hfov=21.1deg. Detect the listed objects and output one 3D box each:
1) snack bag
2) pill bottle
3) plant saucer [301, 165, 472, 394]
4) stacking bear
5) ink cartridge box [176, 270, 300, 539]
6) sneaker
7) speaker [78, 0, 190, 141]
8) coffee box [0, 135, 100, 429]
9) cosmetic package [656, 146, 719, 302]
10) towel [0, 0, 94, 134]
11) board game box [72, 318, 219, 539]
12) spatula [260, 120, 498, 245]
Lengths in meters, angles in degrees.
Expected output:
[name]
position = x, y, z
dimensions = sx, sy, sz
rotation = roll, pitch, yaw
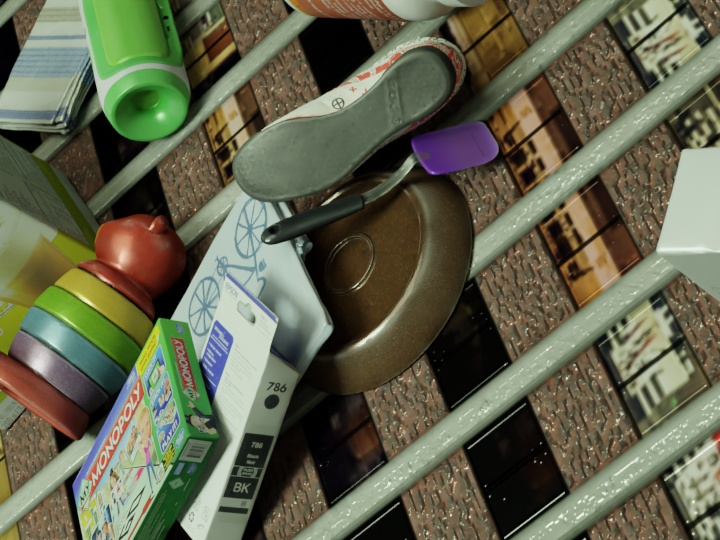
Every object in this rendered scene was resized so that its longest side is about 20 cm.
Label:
[snack bag]
position = -0.088, 0.044, 1.565
dimensions = 0.189, 0.021, 0.200
rotation = -58, 39, 29
[pill bottle]
position = 0.024, -0.265, 1.615
dimensions = 0.200, 0.112, 0.112
rotation = 11, 74, 47
[plant saucer]
position = 0.000, 0.000, 1.535
dimensions = 0.200, 0.034, 0.200
rotation = -25, 50, 33
[stacking bear]
position = -0.230, 0.037, 1.685
dimensions = 0.114, 0.121, 0.200
rotation = 32, 78, 19
[ink cartridge box]
position = -0.100, 0.110, 1.512
dimensions = 0.099, 0.039, 0.200
rotation = 42, 117, 53
[sneaker]
position = -0.003, -0.122, 1.556
dimensions = 0.201, 0.067, 0.108
rotation = -30, 6, 19
[speaker]
position = -0.217, -0.216, 1.843
dimensions = 0.088, 0.088, 0.200
rotation = -38, 44, 21
[coffee box]
position = -0.372, -0.011, 1.781
dimensions = 0.200, 0.198, 0.200
rotation = -50, 41, 9
[cosmetic package]
position = 0.274, 0.000, 1.136
dimensions = 0.101, 0.200, 0.071
rotation = -1, 66, 44
[towel]
position = -0.301, -0.230, 1.982
dimensions = 0.147, 0.024, 0.200
rotation = 6, 68, 49
[board game box]
position = -0.176, 0.156, 1.557
dimensions = 0.200, 0.029, 0.135
rotation = -60, 33, 31
[spatula]
position = 0.013, -0.065, 1.509
dimensions = 0.200, 0.021, 0.057
rotation = -27, 42, -1
